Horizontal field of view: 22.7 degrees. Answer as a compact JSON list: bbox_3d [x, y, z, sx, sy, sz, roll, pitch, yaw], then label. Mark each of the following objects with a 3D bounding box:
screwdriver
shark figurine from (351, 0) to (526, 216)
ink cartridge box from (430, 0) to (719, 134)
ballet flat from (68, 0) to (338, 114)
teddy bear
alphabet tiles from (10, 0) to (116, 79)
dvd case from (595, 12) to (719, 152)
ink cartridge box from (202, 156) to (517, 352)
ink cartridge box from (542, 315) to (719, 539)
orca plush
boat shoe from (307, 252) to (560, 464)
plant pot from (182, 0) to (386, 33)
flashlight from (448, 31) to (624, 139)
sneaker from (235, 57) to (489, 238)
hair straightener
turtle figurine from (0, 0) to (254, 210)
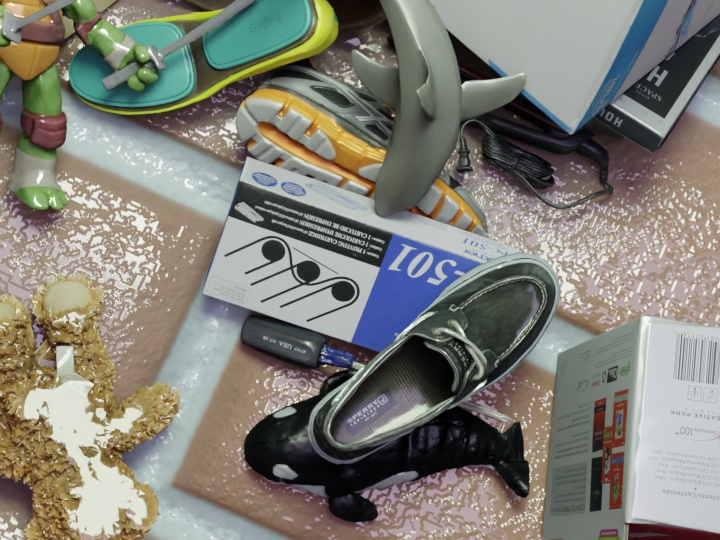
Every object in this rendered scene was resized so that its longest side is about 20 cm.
[{"bbox_3d":[0.012,0.067,1.241,0.200,0.028,0.029,14,69,9],"label":"screwdriver"},{"bbox_3d":[0.024,-0.139,1.144,0.128,0.090,0.215,-20,110,16],"label":"shark figurine"},{"bbox_3d":[0.170,-0.225,1.195,0.147,0.146,0.200,43,57,14],"label":"ink cartridge box"},{"bbox_3d":[-0.105,-0.150,1.253,0.200,0.067,0.067,-14,85,21],"label":"ballet flat"},{"bbox_3d":[-0.201,0.100,1.217,0.145,0.067,0.200,-33,81,-21],"label":"teddy bear"},{"bbox_3d":[-0.269,-0.231,1.221,0.167,0.008,0.200,-41,116,-21],"label":"alphabet tiles"},{"bbox_3d":[0.191,-0.189,1.283,0.150,0.025,0.200,33,55,7],"label":"dvd case"},{"bbox_3d":[0.000,0.000,1.241,0.200,0.044,0.094,18,118,-5],"label":"ink cartridge box"},{"bbox_3d":[0.188,0.133,1.191,0.084,0.200,0.176,8,80,-8],"label":"ink cartridge box"},{"bbox_3d":[0.023,0.125,1.234,0.200,0.071,0.105,16,79,-6],"label":"orca plush"},{"bbox_3d":[0.055,0.062,1.172,0.200,0.071,0.072,-40,94,-8],"label":"boat shoe"},{"bbox_3d":[-0.048,-0.297,1.235,0.200,0.200,0.199,14,73,-6],"label":"plant pot"},{"bbox_3d":[0.112,-0.164,1.294,0.200,0.068,0.068,24,74,-5],"label":"flashlight"},{"bbox_3d":[0.011,-0.082,1.266,0.200,0.078,0.077,35,45,-13],"label":"sneaker"},{"bbox_3d":[0.094,-0.096,1.300,0.200,0.041,0.077,28,79,-8],"label":"hair straightener"},{"bbox_3d":[-0.200,-0.128,1.174,0.200,0.144,0.194,21,108,9],"label":"turtle figurine"}]
